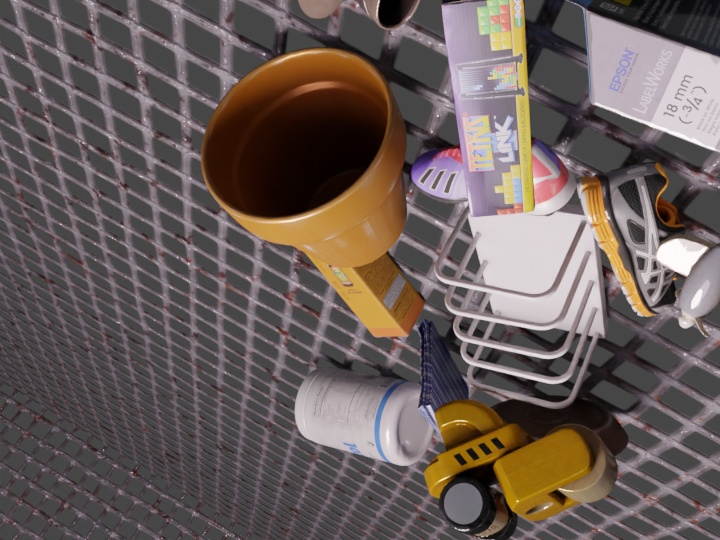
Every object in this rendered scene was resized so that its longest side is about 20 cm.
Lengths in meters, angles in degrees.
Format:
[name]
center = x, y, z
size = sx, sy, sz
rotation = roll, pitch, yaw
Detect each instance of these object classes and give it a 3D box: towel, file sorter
[towel]
center = 0.112, 0.170, 1.107
size = 0.024, 0.200, 0.145
rotation = -23, 115, 17
[file sorter]
center = 0.174, 0.035, 0.903
size = 0.139, 0.125, 0.200
rotation = 11, 143, 30

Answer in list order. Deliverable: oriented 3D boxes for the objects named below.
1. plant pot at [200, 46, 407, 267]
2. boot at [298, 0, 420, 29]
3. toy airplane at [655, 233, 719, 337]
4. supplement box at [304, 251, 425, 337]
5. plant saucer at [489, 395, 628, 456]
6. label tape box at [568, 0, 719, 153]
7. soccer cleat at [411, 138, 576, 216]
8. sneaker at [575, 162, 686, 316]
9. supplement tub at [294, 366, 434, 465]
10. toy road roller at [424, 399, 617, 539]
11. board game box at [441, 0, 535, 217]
[plant pot]
center = -0.035, -0.096, 0.876
size = 0.200, 0.200, 0.183
rotation = 16, 161, 27
[boot]
center = 0.001, -0.242, 0.659
size = 0.200, 0.070, 0.146
rotation = 108, 146, -53
[toy airplane]
center = 0.378, 0.039, 0.714
size = 0.200, 0.141, 0.199
rotation = -7, 131, 49
[supplement box]
center = 0.000, 0.000, 1.088
size = 0.067, 0.069, 0.200
rotation = -4, 135, 45
[plant saucer]
center = 0.238, 0.199, 1.071
size = 0.200, 0.200, 0.035
rotation = 4, 104, 39
[label tape box]
center = 0.216, -0.153, 0.574
size = 0.200, 0.144, 0.063
rotation = 25, 130, 14
[soccer cleat]
center = 0.113, -0.103, 0.802
size = 0.200, 0.068, 0.073
rotation = 19, 156, 51
[sneaker]
center = 0.272, -0.025, 0.794
size = 0.077, 0.078, 0.200
rotation = -24, 136, 19
[supplement tub]
center = 0.008, 0.232, 1.353
size = 0.200, 0.132, 0.132
rotation = 4, 140, 39
[toy road roller]
center = 0.167, 0.204, 0.932
size = 0.200, 0.146, 0.123
rotation = -26, 149, 13
[board game box]
center = 0.099, -0.168, 0.645
size = 0.057, 0.165, 0.200
rotation = -3, 139, 12
